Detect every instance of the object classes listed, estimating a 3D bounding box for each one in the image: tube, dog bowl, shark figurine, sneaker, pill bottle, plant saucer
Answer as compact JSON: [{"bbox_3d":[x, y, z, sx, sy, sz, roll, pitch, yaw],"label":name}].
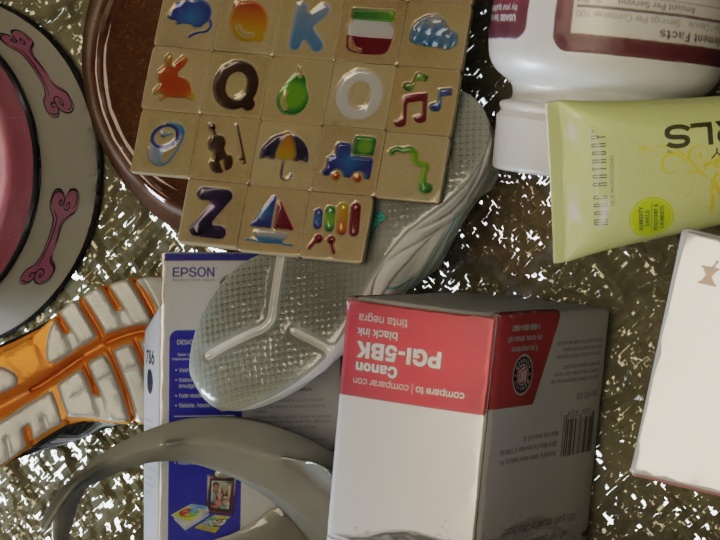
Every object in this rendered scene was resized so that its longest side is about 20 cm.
[{"bbox_3d":[0.182,-0.051,1.099,0.200,0.052,0.058,-7,69,-10],"label":"tube"},{"bbox_3d":[-0.247,-0.055,1.324,0.200,0.074,0.200,1,91,24],"label":"dog bowl"},{"bbox_3d":[-0.047,0.106,1.181,0.214,0.089,0.128,20,84,-21],"label":"shark figurine"},{"bbox_3d":[0.000,0.000,1.199,0.200,0.080,0.070,-44,68,4],"label":"sneaker"},{"bbox_3d":[0.122,-0.143,1.143,0.114,0.114,0.200,9,95,23],"label":"pill bottle"},{"bbox_3d":[-0.148,0.054,1.288,0.200,0.077,0.078,-18,89,4],"label":"sneaker"},{"bbox_3d":[-0.067,-0.105,1.253,0.200,0.034,0.200,5,102,25],"label":"plant saucer"}]

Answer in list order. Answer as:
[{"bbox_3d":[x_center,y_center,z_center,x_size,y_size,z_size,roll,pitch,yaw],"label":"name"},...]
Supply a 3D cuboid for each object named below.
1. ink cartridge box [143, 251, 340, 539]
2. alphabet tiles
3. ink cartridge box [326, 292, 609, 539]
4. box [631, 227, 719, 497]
[{"bbox_3d":[-0.061,0.089,1.239,0.099,0.039,0.200,1,92,-19],"label":"ink cartridge box"},{"bbox_3d":[-0.028,-0.105,1.189,0.166,0.006,0.200,6,80,21],"label":"alphabet tiles"},{"bbox_3d":[0.050,0.114,1.161,0.083,0.147,0.200,7,93,26],"label":"ink cartridge box"},{"bbox_3d":[0.219,0.053,1.051,0.152,0.200,0.106,13,92,19],"label":"box"}]
